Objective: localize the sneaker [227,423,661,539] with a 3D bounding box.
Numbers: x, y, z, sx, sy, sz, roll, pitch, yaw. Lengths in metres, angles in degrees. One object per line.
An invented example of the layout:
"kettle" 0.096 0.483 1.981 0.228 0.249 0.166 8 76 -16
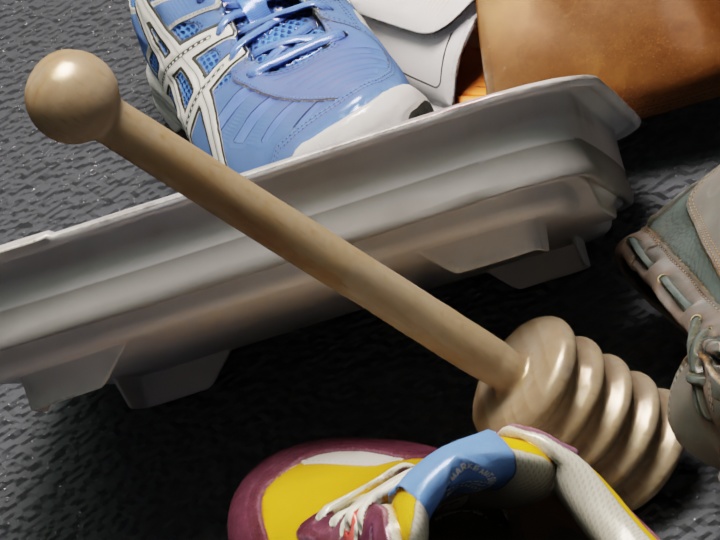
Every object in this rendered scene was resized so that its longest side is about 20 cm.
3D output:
"sneaker" 0.025 0.067 0.683 0.075 0.090 0.200 -38 35 -21

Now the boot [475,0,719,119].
"boot" 0.133 -0.135 0.866 0.200 0.068 0.189 -7 73 29

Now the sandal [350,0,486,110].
"sandal" 0.020 -0.101 0.959 0.079 0.059 0.207 -37 34 -19

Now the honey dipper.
"honey dipper" 0.000 0.000 0.702 0.038 0.200 0.038 -41 30 30

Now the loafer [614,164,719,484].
"loafer" 0.105 0.031 0.712 0.063 0.072 0.200 -25 23 12

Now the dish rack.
"dish rack" -0.016 -0.001 0.795 0.199 0.044 0.172 -18 -7 10

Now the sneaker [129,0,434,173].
"sneaker" -0.038 -0.072 0.921 0.076 0.077 0.200 -30 26 -13
